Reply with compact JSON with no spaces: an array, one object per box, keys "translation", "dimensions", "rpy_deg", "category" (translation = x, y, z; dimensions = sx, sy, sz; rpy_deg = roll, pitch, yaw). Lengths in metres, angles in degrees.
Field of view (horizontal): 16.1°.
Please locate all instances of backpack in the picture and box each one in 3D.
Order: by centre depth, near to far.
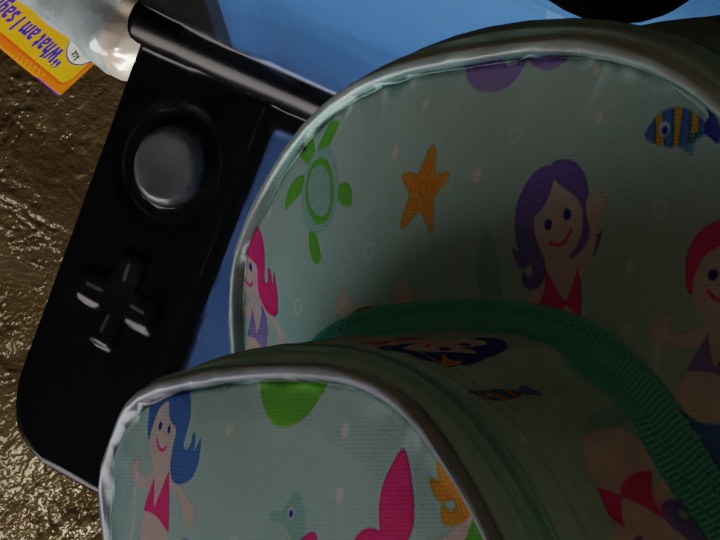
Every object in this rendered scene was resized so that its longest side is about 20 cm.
[{"translation":[0.045,0.058,0.412],"dimensions":[0.150,0.202,0.177],"rpy_deg":[-1,180,-33],"category":"backpack"}]

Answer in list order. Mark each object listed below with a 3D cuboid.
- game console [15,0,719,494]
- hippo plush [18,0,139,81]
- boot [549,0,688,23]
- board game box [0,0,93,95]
[{"translation":[0.006,-0.002,0.539],"dimensions":[0.199,0.177,0.116],"rpy_deg":[25,-171,24],"category":"game console"},{"translation":[-0.098,-0.191,1.097],"dimensions":[0.199,0.162,0.159],"rpy_deg":[28,-155,23],"category":"hippo plush"},{"translation":[-0.033,-0.131,0.380],"dimensions":[0.188,0.068,0.200],"rpy_deg":[49,-178,28],"category":"boot"},{"translation":[-0.186,-0.258,1.401],"dimensions":[0.200,0.200,0.200],"rpy_deg":[48,-178,19],"category":"board game box"}]
